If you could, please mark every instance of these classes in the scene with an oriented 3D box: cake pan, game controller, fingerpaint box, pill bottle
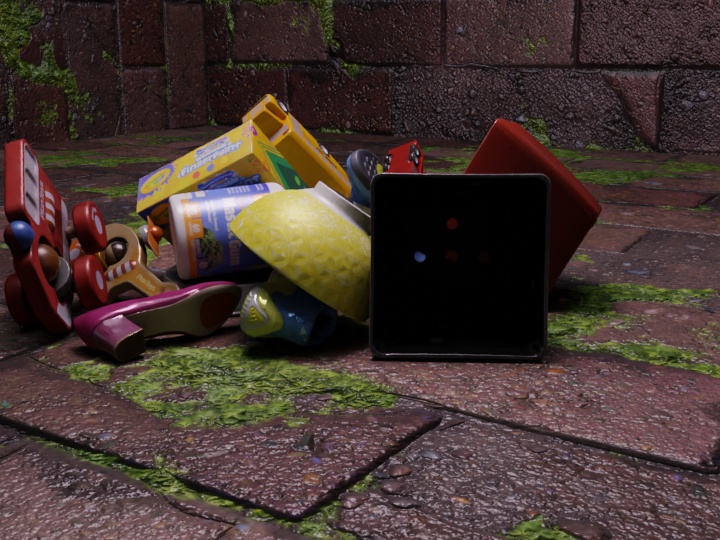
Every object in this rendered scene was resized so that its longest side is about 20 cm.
[{"bbox_3d":[-0.184,0.017,1.265,0.196,0.037,0.200,0,14,0],"label":"cake pan"},{"bbox_3d":[0.075,-0.019,1.277,0.103,0.043,0.200,17,16,-27],"label":"game controller"},{"bbox_3d":[-0.192,-0.098,1.314,0.198,0.167,0.074,-23,47,17],"label":"fingerpaint box"},{"bbox_3d":[-0.150,-0.057,1.219,0.197,0.114,0.112,-9,16,-15],"label":"pill bottle"}]

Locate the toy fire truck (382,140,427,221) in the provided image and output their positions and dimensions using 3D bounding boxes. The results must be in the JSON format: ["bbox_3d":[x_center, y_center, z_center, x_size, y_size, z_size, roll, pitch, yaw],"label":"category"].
[{"bbox_3d":[0.080,-0.100,1.275,0.048,0.142,0.201,-19,29,19],"label":"toy fire truck"}]

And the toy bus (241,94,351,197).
[{"bbox_3d":[-0.101,-0.185,1.458,0.065,0.200,0.079,-36,38,14],"label":"toy bus"}]

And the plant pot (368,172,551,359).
[{"bbox_3d":[0.114,-0.011,1.085,0.196,0.203,0.177,1,5,4],"label":"plant pot"}]

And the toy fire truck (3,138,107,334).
[{"bbox_3d":[-0.388,-0.035,1.108,0.110,0.169,0.202,-13,57,2],"label":"toy fire truck"}]

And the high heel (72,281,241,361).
[{"bbox_3d":[-0.237,0.043,1.085,0.095,0.068,0.199,24,29,36],"label":"high heel"}]

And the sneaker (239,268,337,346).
[{"bbox_3d":[-0.075,0.050,1.102,0.104,0.077,0.200,20,16,5],"label":"sneaker"}]

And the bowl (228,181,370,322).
[{"bbox_3d":[-0.047,-0.040,1.091,0.199,0.108,0.200,35,4,-3],"label":"bowl"}]

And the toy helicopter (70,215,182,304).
[{"bbox_3d":[-0.293,-0.003,1.211,0.199,0.079,0.133,32,72,33],"label":"toy helicopter"}]

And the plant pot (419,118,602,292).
[{"bbox_3d":[0.220,-0.072,1.250,0.175,0.202,0.200,34,15,11],"label":"plant pot"}]

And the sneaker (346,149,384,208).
[{"bbox_3d":[0.012,-0.107,1.283,0.077,0.067,0.200,-15,-20,18],"label":"sneaker"}]

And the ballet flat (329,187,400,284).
[{"bbox_3d":[0.004,-0.039,1.234,0.067,0.068,0.202,-16,54,-8],"label":"ballet flat"}]
